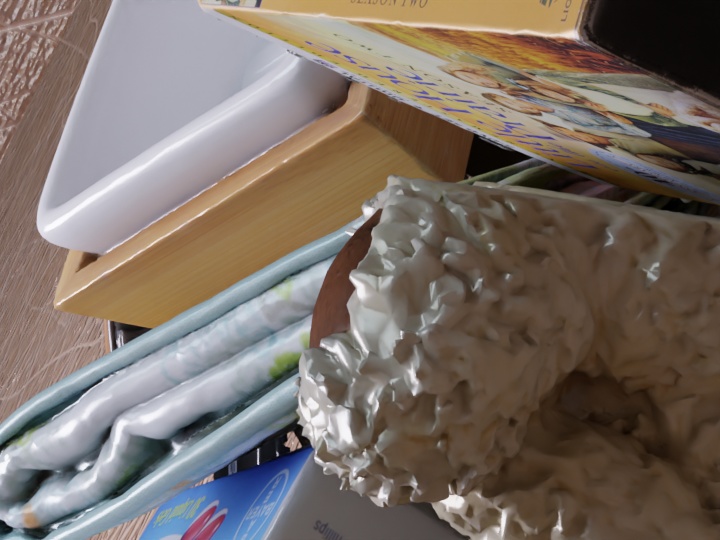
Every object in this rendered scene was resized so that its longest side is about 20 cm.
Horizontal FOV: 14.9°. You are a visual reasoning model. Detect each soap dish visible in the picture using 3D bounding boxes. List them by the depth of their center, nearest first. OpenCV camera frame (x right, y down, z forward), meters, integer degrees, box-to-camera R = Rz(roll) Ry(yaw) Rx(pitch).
[{"bbox_3d":[-0.021,-0.081,0.939,0.157,0.081,0.201,-29,34,39],"label":"soap dish"}]

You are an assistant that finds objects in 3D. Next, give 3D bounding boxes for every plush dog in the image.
[{"bbox_3d":[0.067,0.073,0.636,0.200,0.159,0.173,-9,-72,-81],"label":"plush dog"}]

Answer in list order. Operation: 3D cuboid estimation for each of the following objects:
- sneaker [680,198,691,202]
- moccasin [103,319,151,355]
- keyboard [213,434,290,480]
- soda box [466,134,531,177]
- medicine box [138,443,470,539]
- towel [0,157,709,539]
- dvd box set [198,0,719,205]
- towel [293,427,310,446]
[{"bbox_3d":[0.101,-0.106,0.854,0.077,0.085,0.201,-51,19,47],"label":"sneaker"},{"bbox_3d":[-0.073,-0.041,1.069,0.078,0.073,0.203,153,116,-68],"label":"moccasin"},{"bbox_3d":[-0.043,0.104,1.089,0.200,0.020,0.128,148,122,-82],"label":"keyboard"},{"bbox_3d":[0.079,-0.121,1.011,0.200,0.064,0.068,-54,18,42],"label":"soda box"},{"bbox_3d":[-0.046,0.169,0.844,0.201,0.103,0.182,-58,11,-18],"label":"medicine box"},{"bbox_3d":[-0.005,0.021,0.849,0.199,0.048,0.171,-28,-5,35],"label":"towel"},{"bbox_3d":[0.062,-0.048,0.680,0.200,0.146,0.030,15,84,62],"label":"dvd box set"},{"bbox_3d":[0.000,0.000,1.022,0.200,0.024,0.147,60,137,48],"label":"towel"}]
